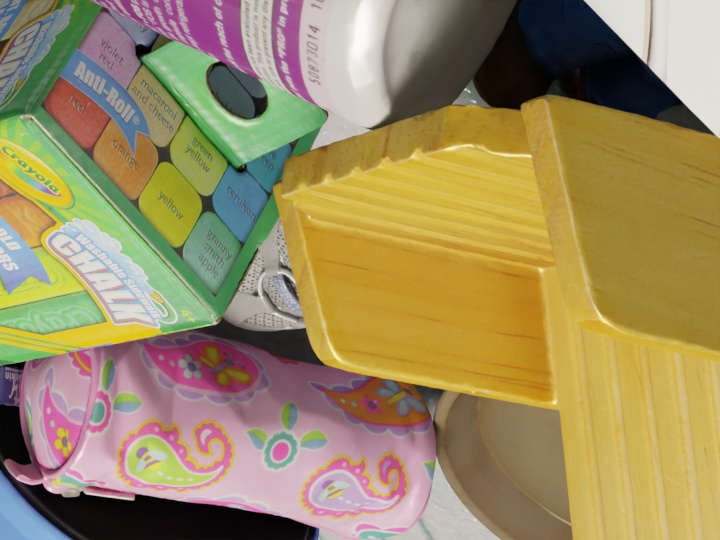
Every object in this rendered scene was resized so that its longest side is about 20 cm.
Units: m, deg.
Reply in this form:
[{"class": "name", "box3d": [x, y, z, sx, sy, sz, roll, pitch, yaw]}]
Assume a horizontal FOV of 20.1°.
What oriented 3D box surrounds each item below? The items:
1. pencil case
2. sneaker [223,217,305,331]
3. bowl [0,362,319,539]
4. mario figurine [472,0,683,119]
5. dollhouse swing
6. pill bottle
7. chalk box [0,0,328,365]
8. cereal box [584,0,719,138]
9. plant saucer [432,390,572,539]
[{"class": "pencil case", "box3d": [-0.063, 0.074, 0.942, 0.199, 0.088, 0.087, 13, 154, -32]}, {"class": "sneaker", "box3d": [0.000, 0.000, 0.873, 0.200, 0.082, 0.075, -13, 129, 42]}, {"class": "bowl", "box3d": [-0.109, 0.099, 0.981, 0.200, 0.201, 0.039, 30, 117, -5]}, {"class": "mario figurine", "box3d": [0.121, -0.074, 0.677, 0.200, 0.123, 0.106, -21, 82, 54]}, {"class": "dollhouse swing", "box3d": [0.069, 0.056, 0.690, 0.181, 0.177, 0.200, 12, 171, -25]}, {"class": "pill bottle", "box3d": [-0.048, -0.133, 0.697, 0.200, 0.112, 0.112, 26, 147, 22]}, {"class": "chalk box", "box3d": [-0.107, -0.053, 0.837, 0.200, 0.124, 0.125, -12, 130, 41]}, {"class": "cereal box", "box3d": [0.084, -0.156, 0.572, 0.200, 0.040, 0.144, 46, 124, 8]}, {"class": "plant saucer", "box3d": [0.131, 0.094, 0.958, 0.199, 0.030, 0.200, 17, 143, 13]}]
